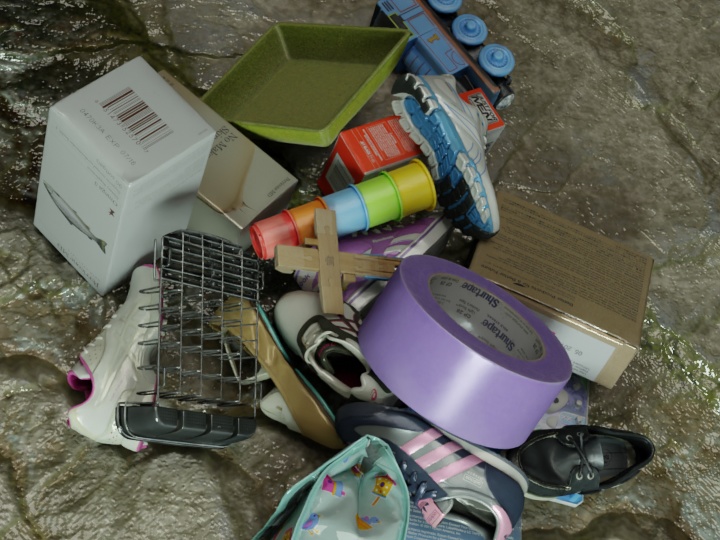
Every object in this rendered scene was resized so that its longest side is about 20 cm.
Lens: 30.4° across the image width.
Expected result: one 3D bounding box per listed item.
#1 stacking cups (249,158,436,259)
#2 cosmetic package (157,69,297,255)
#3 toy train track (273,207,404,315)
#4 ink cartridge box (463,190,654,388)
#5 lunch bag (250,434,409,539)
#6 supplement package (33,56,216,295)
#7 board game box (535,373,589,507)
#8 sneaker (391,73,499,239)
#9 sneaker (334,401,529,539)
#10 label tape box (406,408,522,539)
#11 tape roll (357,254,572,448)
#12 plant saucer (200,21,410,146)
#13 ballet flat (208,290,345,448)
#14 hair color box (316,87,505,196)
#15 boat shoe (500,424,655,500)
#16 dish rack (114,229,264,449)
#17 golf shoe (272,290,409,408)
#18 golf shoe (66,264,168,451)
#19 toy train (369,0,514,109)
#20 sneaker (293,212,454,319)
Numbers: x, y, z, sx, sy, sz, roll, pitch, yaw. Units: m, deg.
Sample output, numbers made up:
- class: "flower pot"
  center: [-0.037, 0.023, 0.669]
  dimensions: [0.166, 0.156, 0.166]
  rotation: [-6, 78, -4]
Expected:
- class: "stacking cups"
  center: [-0.018, -0.058, 1.404]
  dimensions: [0.199, 0.061, 0.061]
  rotation: [-22, 67, -19]
- class: "cosmetic package"
  center: [-0.179, -0.114, 1.442]
  dimensions: [0.200, 0.073, 0.104]
  rotation: [38, 54, 9]
- class: "toy train track"
  center: [0.000, 0.000, 1.377]
  dimensions: [0.199, 0.033, 0.115]
  rotation: [6, 65, -25]
- class: "ink cartridge box"
  center: [0.213, 0.018, 1.465]
  dimensions: [0.199, 0.075, 0.165]
  rotation: [25, 42, 1]
- class: "lunch bag"
  center: [-0.033, 0.258, 1.188]
  dimensions: [0.121, 0.171, 0.201]
  rotation: [18, 58, -8]
- class: "supplement package"
  center: [-0.240, -0.091, 1.327]
  dimensions: [0.117, 0.200, 0.117]
  rotation: [43, 55, 12]
- class: "board game box"
  center: [0.154, 0.135, 1.422]
  dimensions: [0.199, 0.026, 0.201]
  rotation: [16, 55, -8]
- class: "sneaker"
  center: [0.114, -0.131, 1.440]
  dimensions: [0.086, 0.075, 0.201]
  rotation: [-17, 79, -34]
- class: "sneaker"
  center: [0.061, 0.192, 1.248]
  dimensions: [0.199, 0.070, 0.082]
  rotation: [23, 51, 0]
- class: "label tape box"
  center: [0.083, 0.236, 1.309]
  dimensions: [0.143, 0.063, 0.201]
  rotation: [14, 54, -9]
- class: "tape roll"
  center: [0.102, 0.077, 1.302]
  dimensions: [0.199, 0.085, 0.200]
  rotation: [28, 22, -12]
- class: "plant saucer"
  center: [-0.065, -0.206, 1.511]
  dimensions: [0.199, 0.048, 0.200]
  rotation: [10, 46, 33]
- class: "ballet flat"
  center: [-0.087, 0.111, 1.343]
  dimensions: [0.063, 0.069, 0.200]
  rotation: [-32, 67, -8]
- class: "hair color box"
  center: [0.058, -0.133, 1.516]
  dimensions: [0.199, 0.102, 0.061]
  rotation: [-20, 69, -29]
- class: "boat shoe"
  center: [0.226, 0.189, 1.338]
  dimensions: [0.199, 0.066, 0.075]
  rotation: [11, 60, -39]
- class: "dish rack"
  center: [-0.156, 0.065, 1.267]
  dimensions: [0.153, 0.054, 0.201]
  rotation: [17, 69, -51]
- class: "golf shoe"
  center: [-0.027, 0.073, 1.327]
  dimensions: [0.200, 0.088, 0.077]
  rotation: [38, 92, 36]
- class: "golf shoe"
  center: [-0.237, 0.077, 1.300]
  dimensions: [0.091, 0.075, 0.201]
  rotation: [8, 55, -10]
- class: "toy train"
  center: [0.101, -0.266, 1.632]
  dimensions: [0.114, 0.087, 0.200]
  rotation: [-31, 74, -22]
- class: "sneaker"
  center: [0.013, -0.030, 1.454]
  dimensions: [0.114, 0.073, 0.200]
  rotation: [43, 55, 15]
